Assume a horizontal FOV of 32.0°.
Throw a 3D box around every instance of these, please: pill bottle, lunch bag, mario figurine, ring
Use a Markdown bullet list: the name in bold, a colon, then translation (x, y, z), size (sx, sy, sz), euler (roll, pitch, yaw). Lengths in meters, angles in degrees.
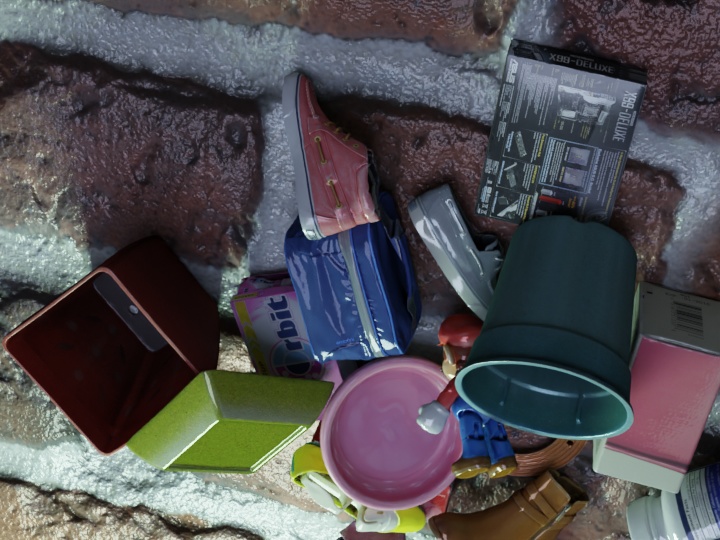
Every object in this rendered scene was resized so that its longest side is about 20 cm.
- **pill bottle**: translation (0.439, 0.303, 1.558), size (0.198, 0.120, 0.121), euler (-23, 111, 24)
- **lunch bag**: translation (0.000, 0.000, 1.494), size (0.130, 0.136, 0.203), euler (-8, 114, 17)
- **mario figurine**: translation (0.129, 0.152, 1.517), size (0.105, 0.203, 0.123), euler (-15, 157, 20)
- **ring**: translation (0.200, 0.177, 1.609), size (0.197, 0.019, 0.203), euler (6, 118, 11)

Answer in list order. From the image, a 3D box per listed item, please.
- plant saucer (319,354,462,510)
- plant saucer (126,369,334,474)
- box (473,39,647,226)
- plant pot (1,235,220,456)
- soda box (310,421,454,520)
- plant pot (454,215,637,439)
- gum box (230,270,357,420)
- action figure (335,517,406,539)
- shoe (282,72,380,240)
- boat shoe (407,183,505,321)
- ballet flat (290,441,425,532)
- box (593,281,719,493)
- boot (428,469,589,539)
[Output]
- **plant saucer**: translation (0.043, 0.200, 1.585), size (0.197, 0.051, 0.204), euler (-3, 105, -11)
- **plant saucer**: translation (-0.156, 0.197, 1.540), size (0.198, 0.048, 0.199), euler (10, 141, -39)
- **box**: translation (0.222, -0.143, 1.412), size (0.155, 0.050, 0.203), euler (13, 120, 7)
- **plant pot**: translation (-0.289, 0.073, 1.582), size (0.199, 0.177, 0.200), euler (-32, 107, 27)
- **soda box**: translation (0.027, 0.269, 1.675), size (0.197, 0.064, 0.071), euler (15, 120, 6)
- **plant pot**: translation (0.224, 0.059, 1.410), size (0.197, 0.198, 0.201), euler (14, 155, 7)
- **gum box**: translation (-0.080, 0.093, 1.603), size (0.112, 0.066, 0.202), euler (-10, 115, 18)
- **action figure**: translation (0.054, 0.404, 1.688), size (0.200, 0.148, 0.135), euler (42, 143, 21)
- **shoe**: translation (-0.031, -0.138, 1.425), size (0.090, 0.072, 0.203), euler (-13, 71, 11)
- **boat shoe**: translation (0.134, -0.016, 1.489), size (0.071, 0.070, 0.202), euler (-31, 113, 14)
- **ballet flat**: translation (-0.008, 0.298, 1.623), size (0.199, 0.067, 0.067), euler (33, 124, -6)
- **box**: translation (0.354, 0.138, 1.485), size (0.107, 0.128, 0.202), euler (14, 121, 4)
- **boot**: translation (0.192, 0.313, 1.623), size (0.199, 0.074, 0.155), euler (22, 122, -44)
